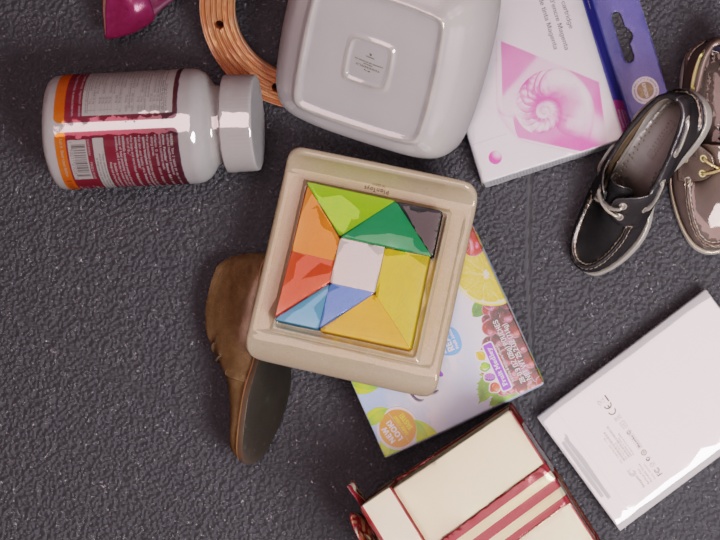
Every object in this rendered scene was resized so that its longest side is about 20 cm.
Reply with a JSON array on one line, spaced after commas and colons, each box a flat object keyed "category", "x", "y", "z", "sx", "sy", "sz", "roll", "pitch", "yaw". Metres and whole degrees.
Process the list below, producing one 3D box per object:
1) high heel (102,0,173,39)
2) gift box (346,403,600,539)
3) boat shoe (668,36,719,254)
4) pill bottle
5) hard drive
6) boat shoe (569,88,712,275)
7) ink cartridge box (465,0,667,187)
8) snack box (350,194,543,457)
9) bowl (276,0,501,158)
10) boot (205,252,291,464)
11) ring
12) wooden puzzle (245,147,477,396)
[{"category": "high heel", "x": -0.256, "y": -0.328, "z": 1.700, "sx": 0.096, "sy": 0.067, "sz": 0.201, "roll": -33, "pitch": 88, "yaw": -7}, {"category": "gift box", "x": 0.098, "y": 0.232, "z": 1.587, "sx": 0.186, "sy": 0.200, "sz": 0.185, "roll": -34, "pitch": 80, "yaw": 4}, {"category": "boat shoe", "x": 0.330, "y": -0.117, "z": 1.641, "sx": 0.071, "sy": 0.060, "sz": 0.203, "roll": 2, "pitch": 89, "yaw": -1}, {"category": "pill bottle", "x": -0.195, "y": -0.136, "z": 1.669, "sx": 0.198, "sy": 0.110, "sz": 0.111, "roll": -2, "pitch": 88, "yaw": 5}, {"category": "hard drive", "x": 0.285, "y": 0.131, "z": 1.655, "sx": 0.199, "sy": 0.027, "sz": 0.132, "roll": -37, "pitch": 85, "yaw": 4}, {"category": "boat shoe", "x": 0.250, "y": -0.081, "z": 1.622, "sx": 0.074, "sy": 0.060, "sz": 0.201, "roll": 45, "pitch": 113, "yaw": 22}, {"category": "ink cartridge box", "x": 0.181, "y": -0.203, "z": 1.671, "sx": 0.198, "sy": 0.043, "sz": 0.198, "roll": -18, "pitch": 86, "yaw": 6}, {"category": "snack box", "x": 0.058, "y": 0.051, "z": 1.658, "sx": 0.167, "sy": 0.068, "sz": 0.202, "roll": -24, "pitch": 84, "yaw": 5}, {"category": "bowl", "x": 0.015, "y": -0.203, "z": 1.611, "sx": 0.198, "sy": 0.075, "sz": 0.201, "roll": 20, "pitch": 120, "yaw": 9}, {"category": "boot", "x": -0.111, "y": 0.083, "z": 1.682, "sx": 0.075, "sy": 0.073, "sz": 0.202, "roll": 3, "pitch": 84, "yaw": 24}, {"category": "ring", "x": -0.054, "y": -0.248, "z": 1.665, "sx": 0.198, "sy": 0.019, "sz": 0.202, "roll": 2, "pitch": 120, "yaw": 4}, {"category": "wooden puzzle", "x": 0.000, "y": 0.000, "z": 1.615, "sx": 0.183, "sy": 0.037, "sz": 0.202, "roll": 12, "pitch": 87, "yaw": 8}]
